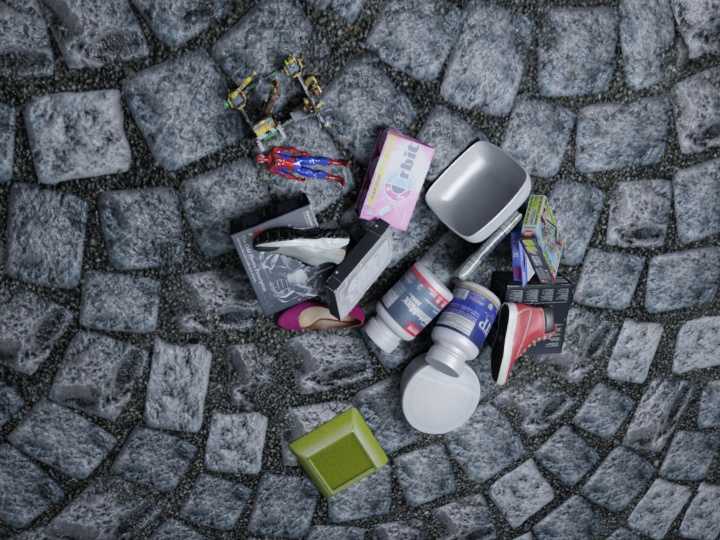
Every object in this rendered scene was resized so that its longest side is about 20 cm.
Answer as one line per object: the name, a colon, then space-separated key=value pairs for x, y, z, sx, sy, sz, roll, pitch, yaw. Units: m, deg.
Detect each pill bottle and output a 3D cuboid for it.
pill bottle: x=0.233 y=0.138 z=1.498 sx=0.119 sy=0.119 sz=0.201 roll=37 pitch=71 yaw=-21
pill bottle: x=0.106 y=0.090 z=1.496 sx=0.119 sy=0.120 sz=0.200 roll=40 pitch=99 yaw=-22

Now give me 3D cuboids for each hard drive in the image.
hard drive: x=0.000 y=0.000 z=1.400 sx=0.200 sy=0.038 sz=0.140 roll=-49 pitch=157 yaw=-22

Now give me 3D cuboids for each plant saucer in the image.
plant saucer: x=-0.050 y=0.478 z=1.645 sx=0.198 sy=0.048 sz=0.201 roll=-30 pitch=113 yaw=0

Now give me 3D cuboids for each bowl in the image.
bowl: x=0.262 y=-0.163 z=1.404 sx=0.200 sy=0.200 sz=0.074 roll=-45 pitch=134 yaw=7

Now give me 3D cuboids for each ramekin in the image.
ramekin: x=0.188 y=0.292 z=1.600 sx=0.199 sy=0.094 sz=0.205 roll=-4 pitch=111 yaw=-9

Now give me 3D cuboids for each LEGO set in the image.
LEGO set: x=-0.166 y=-0.330 z=1.285 sx=0.198 sy=0.116 sz=0.155 roll=-22 pitch=113 yaw=-3

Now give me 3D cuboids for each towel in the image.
towel: x=0.281 y=-0.053 z=1.449 sx=0.035 sy=0.200 sz=0.193 roll=43 pitch=94 yaw=8

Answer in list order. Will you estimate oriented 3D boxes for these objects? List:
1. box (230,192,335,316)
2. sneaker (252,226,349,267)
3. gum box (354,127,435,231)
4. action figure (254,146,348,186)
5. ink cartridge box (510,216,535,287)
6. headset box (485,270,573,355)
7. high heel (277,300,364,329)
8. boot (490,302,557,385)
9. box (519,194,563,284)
box: x=-0.163 y=-0.036 z=1.403 sx=0.180 sy=0.104 sz=0.202 roll=-22 pitch=113 yaw=-4
sneaker: x=-0.121 y=-0.042 z=1.315 sx=0.197 sy=0.074 sz=0.080 roll=2 pitch=114 yaw=-13
gum box: x=0.074 y=-0.201 z=1.409 sx=0.112 sy=0.066 sz=0.202 roll=14 pitch=106 yaw=-17
action figure: x=-0.125 y=-0.224 z=1.373 sx=0.197 sy=0.052 sz=0.066 roll=8 pitch=112 yaw=-12
ink cartridge box: x=0.383 y=-0.057 z=1.471 sx=0.041 sy=0.200 sz=0.121 roll=4 pitch=116 yaw=31
headset box: x=0.407 y=0.110 z=1.577 sx=0.171 sy=0.093 sz=0.203 roll=-2 pitch=111 yaw=-11
high heel: x=-0.091 y=0.110 z=1.474 sx=0.197 sy=0.096 sz=0.068 roll=-14 pitch=112 yaw=-6
boot: x=0.386 y=0.177 z=1.511 sx=0.142 sy=0.072 sz=0.203 roll=6 pitch=106 yaw=-14
box: x=0.405 y=-0.066 z=1.436 sx=0.200 sy=0.034 sz=0.111 roll=47 pitch=55 yaw=-50
